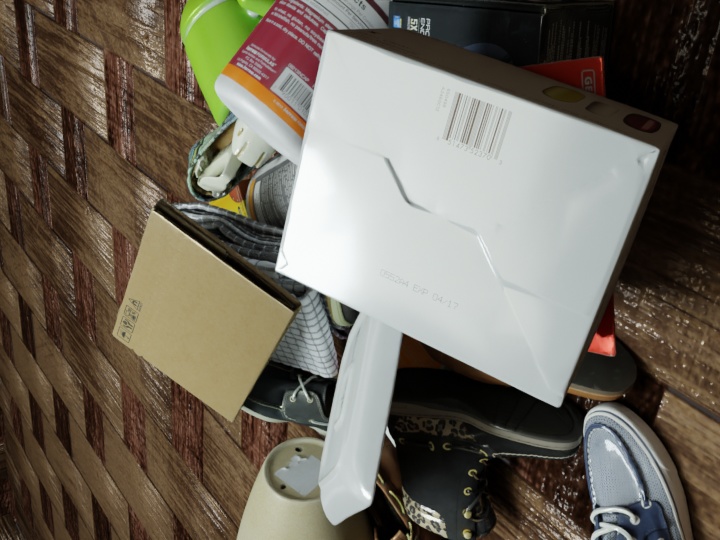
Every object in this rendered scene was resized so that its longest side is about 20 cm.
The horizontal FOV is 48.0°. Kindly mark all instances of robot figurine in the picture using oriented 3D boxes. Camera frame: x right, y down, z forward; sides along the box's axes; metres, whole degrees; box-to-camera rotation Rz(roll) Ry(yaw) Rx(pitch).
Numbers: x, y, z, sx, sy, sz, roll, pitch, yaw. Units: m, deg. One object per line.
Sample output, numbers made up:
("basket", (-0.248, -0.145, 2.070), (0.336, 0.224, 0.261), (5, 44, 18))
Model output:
("robot figurine", (-0.130, -0.236, 0.900), (0.203, 0.114, 0.176), (64, 148, 15))

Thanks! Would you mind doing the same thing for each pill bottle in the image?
("pill bottle", (-0.026, -0.084, 0.810), (0.199, 0.115, 0.119), (-16, 89, 55))
("pill bottle", (-0.027, -0.201, 0.702), (0.112, 0.113, 0.201), (35, 87, 41))

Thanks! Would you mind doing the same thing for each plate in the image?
("plate", (-0.002, 0.114, 0.723), (0.200, 0.032, 0.204), (113, 169, -67))

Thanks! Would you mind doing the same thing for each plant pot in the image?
("plant pot", (-0.062, 0.297, 0.919), (0.187, 0.185, 0.203), (38, 137, 40))

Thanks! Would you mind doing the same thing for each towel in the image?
("towel", (-0.109, 0.015, 0.843), (0.196, 0.087, 0.167), (13, 149, 21))

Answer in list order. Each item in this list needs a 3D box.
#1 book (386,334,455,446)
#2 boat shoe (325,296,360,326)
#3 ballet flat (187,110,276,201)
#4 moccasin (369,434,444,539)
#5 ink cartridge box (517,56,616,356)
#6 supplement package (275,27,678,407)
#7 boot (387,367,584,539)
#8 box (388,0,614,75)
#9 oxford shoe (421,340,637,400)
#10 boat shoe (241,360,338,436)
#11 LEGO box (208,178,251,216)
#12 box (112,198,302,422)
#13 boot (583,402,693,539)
("book", (0.051, 0.070, 0.823), (0.134, 0.047, 0.203), (47, 135, 35))
("boat shoe", (0.000, -0.001, 0.750), (0.202, 0.064, 0.073), (73, -160, -62))
("ballet flat", (-0.118, -0.124, 0.821), (0.199, 0.073, 0.076), (-31, 77, 49))
("moccasin", (0.043, 0.284, 0.876), (0.073, 0.077, 0.205), (-16, 94, 52))
("ink cartridge box", (0.094, -0.041, 0.578), (0.172, 0.043, 0.205), (10, 110, 52))
("supplement package", (0.069, -0.045, 0.502), (0.197, 0.111, 0.159), (24, 114, 18))
("boot", (0.109, 0.176, 0.743), (0.196, 0.073, 0.154), (5, 118, 28))
("box", (0.102, -0.113, 0.648), (0.163, 0.085, 0.204), (26, 122, 46))
("oxford shoe", (0.136, 0.070, 0.680), (0.197, 0.071, 0.072), (18, 136, 35))
("boat shoe", (-0.060, 0.134, 0.893), (0.068, 0.197, 0.073), (-48, 26, 48))
("LEGO box", (-0.126, 0.000, 1.013), (0.148, 0.076, 0.204), (-21, 85, 55))
("box", (-0.158, 0.048, 0.794), (0.162, 0.021, 0.201), (35, 132, 2))
("boot", (0.205, 0.209, 0.618), (0.072, 0.089, 0.204), (-32, 76, 53))
